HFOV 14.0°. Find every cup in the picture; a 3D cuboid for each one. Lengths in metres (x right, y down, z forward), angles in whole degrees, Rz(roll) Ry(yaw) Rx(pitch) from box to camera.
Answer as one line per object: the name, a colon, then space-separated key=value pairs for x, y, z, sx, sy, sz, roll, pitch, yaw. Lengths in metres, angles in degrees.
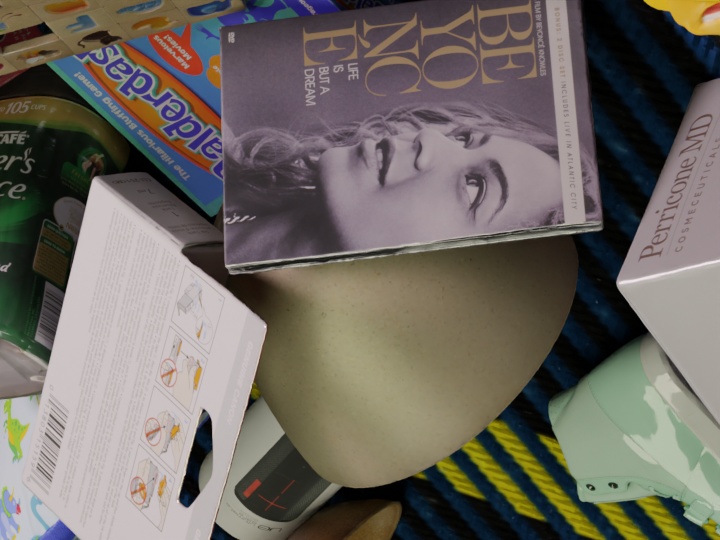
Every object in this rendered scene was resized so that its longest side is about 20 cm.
cup: x=0.000 y=0.000 z=1.643 sx=0.200 sy=0.200 sz=0.143 roll=-18 pitch=130 yaw=40

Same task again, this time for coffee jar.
coffee jar: x=-0.202 y=-0.028 z=1.740 sx=0.104 sy=0.200 sz=0.085 roll=-10 pitch=145 yaw=35

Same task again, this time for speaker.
speaker: x=-0.029 y=0.099 z=1.870 sx=0.081 sy=0.081 sz=0.200 roll=34 pitch=140 yaw=-8

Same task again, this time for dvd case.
dvd case: x=0.024 y=-0.077 z=1.561 sx=0.200 sy=0.149 sz=0.016 roll=-6 pitch=153 yaw=7

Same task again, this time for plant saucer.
plant saucer: x=-0.049 y=0.220 z=1.926 sx=0.035 sy=0.200 sz=0.200 roll=38 pitch=141 yaw=12

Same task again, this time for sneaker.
sneaker: x=0.200 y=0.129 z=1.777 sx=0.118 sy=0.074 sz=0.200 roll=-30 pitch=105 yaw=38

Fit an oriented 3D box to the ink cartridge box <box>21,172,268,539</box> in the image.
ink cartridge box: x=-0.108 y=0.072 z=1.616 sx=0.174 sy=0.044 sz=0.200 roll=37 pitch=121 yaw=41

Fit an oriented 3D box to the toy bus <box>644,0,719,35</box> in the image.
toy bus: x=0.210 y=-0.161 z=1.385 sx=0.136 sy=0.200 sz=0.192 roll=4 pitch=142 yaw=26

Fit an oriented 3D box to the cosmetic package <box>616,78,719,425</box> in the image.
cosmetic package: x=0.274 y=-0.011 z=1.520 sx=0.200 sy=0.167 sz=0.166 roll=-16 pitch=125 yaw=38

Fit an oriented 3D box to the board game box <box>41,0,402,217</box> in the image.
board game box: x=-0.072 y=-0.127 z=1.681 sx=0.152 sy=0.045 sz=0.200 roll=43 pitch=138 yaw=-18

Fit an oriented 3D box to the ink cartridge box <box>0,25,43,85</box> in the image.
ink cartridge box: x=-0.293 y=-0.134 z=1.649 sx=0.083 sy=0.200 sz=0.145 roll=-24 pitch=99 yaw=43

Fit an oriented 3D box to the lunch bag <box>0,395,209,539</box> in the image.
lunch bag: x=-0.165 y=0.082 z=1.825 sx=0.127 sy=0.200 sz=0.170 roll=24 pitch=140 yaw=-15

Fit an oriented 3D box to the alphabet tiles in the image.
alphabet tiles: x=-0.140 y=-0.146 z=1.545 sx=0.200 sy=0.008 sz=0.167 roll=-15 pitch=167 yaw=6
